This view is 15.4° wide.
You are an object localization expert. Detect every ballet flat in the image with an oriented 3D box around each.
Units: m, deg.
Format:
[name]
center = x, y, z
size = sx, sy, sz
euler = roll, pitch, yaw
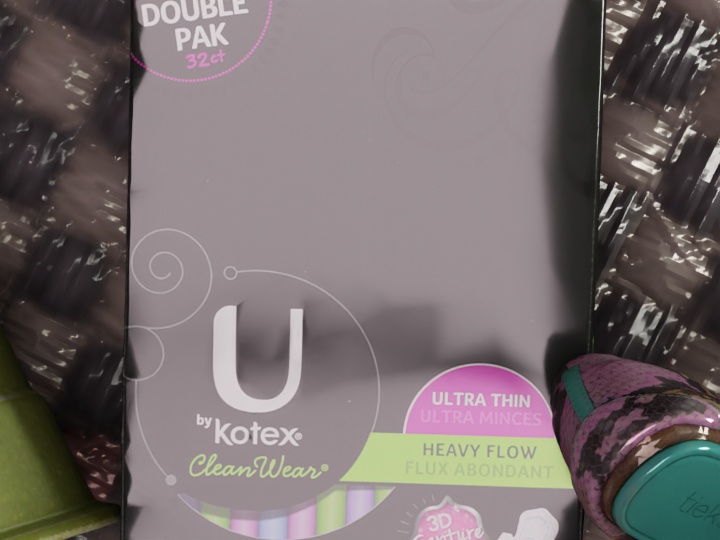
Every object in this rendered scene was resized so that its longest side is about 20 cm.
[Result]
[ballet flat]
center = 0.132, 0.074, 0.827
size = 0.200, 0.071, 0.069
euler = 31, 114, -36

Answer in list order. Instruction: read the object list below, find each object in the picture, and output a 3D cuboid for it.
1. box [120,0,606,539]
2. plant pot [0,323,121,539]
[box]
center = 0.000, 0.000, 0.860
size = 0.148, 0.124, 0.201
euler = 2, 99, 0
[plant pot]
center = -0.195, 0.016, 0.853
size = 0.199, 0.200, 0.191
euler = -15, 87, 5
